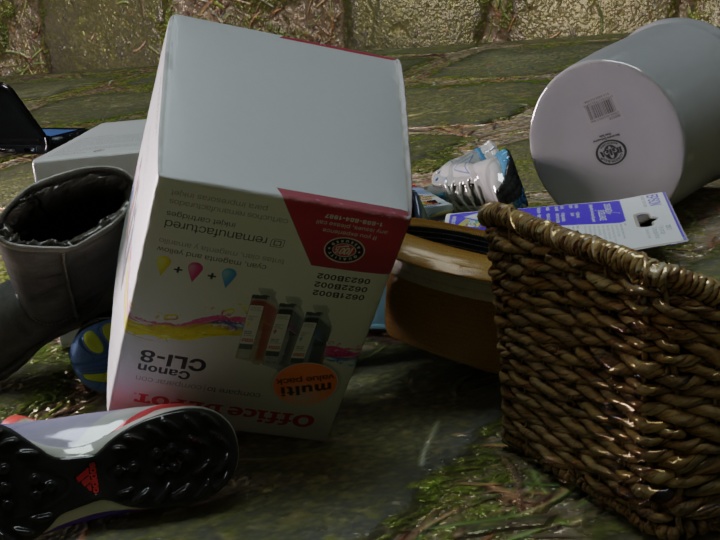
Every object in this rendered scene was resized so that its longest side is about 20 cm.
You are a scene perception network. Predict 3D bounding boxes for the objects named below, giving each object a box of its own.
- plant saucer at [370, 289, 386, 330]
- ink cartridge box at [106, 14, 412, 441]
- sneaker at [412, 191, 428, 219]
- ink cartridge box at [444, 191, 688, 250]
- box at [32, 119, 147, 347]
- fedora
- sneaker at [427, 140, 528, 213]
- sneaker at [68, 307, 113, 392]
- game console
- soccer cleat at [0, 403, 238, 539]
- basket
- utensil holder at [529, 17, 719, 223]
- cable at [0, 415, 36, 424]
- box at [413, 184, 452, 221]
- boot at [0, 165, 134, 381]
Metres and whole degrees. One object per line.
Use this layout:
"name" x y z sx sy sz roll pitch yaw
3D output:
"plant saucer" 0.036 0.012 1.160 0.197 0.071 0.019 2 -17 -13
"ink cartridge box" -0.065 -0.019 0.962 0.144 0.201 0.146 8 45 -12
"sneaker" 0.035 -0.033 1.368 0.073 0.082 0.200 -5 14 0
"ink cartridge box" 0.164 -0.018 1.329 0.197 0.044 0.198 -7 13 8
"box" -0.182 -0.039 1.341 0.105 0.154 0.200 -5 14 9
"fedora" 0.076 0.019 1.080 0.198 0.083 0.201 13 8 -2
"sneaker" 0.111 -0.076 1.573 0.086 0.076 0.200 -17 9 -3
"sneaker" -0.116 0.035 1.175 0.197 0.072 0.083 -12 20 -10
"game console" -0.516 -0.237 2.407 0.198 0.118 0.175 5 18 39
"soccer cleat" -0.169 0.113 0.909 0.197 0.069 0.073 -8 -1 -11
"basket" 0.168 0.035 0.874 0.141 0.151 0.200 -11 13 -19
"utensil holder" 0.272 -0.140 1.535 0.168 0.172 0.200 2 18 32
"cable" -0.236 0.096 1.013 0.096 0.051 0.200 -17 16 -15
"box" -0.025 -0.042 1.526 0.198 0.040 0.137 -9 15 -13
"boot" -0.232 0.009 1.113 0.181 0.073 0.200 -32 -5 -13
